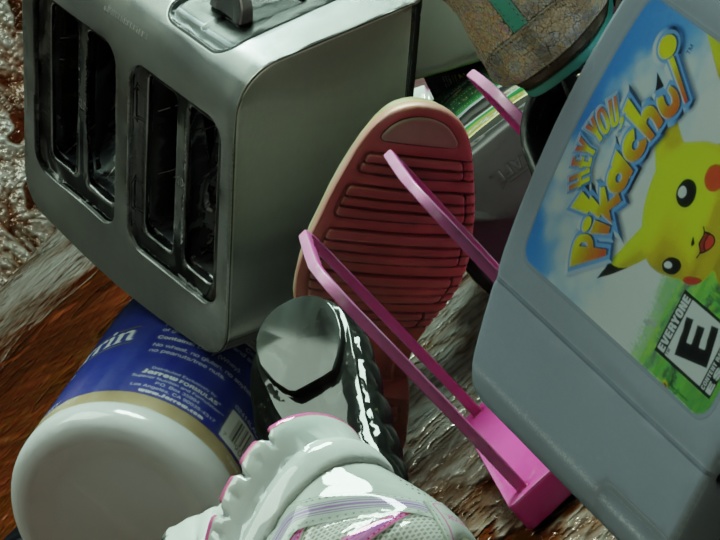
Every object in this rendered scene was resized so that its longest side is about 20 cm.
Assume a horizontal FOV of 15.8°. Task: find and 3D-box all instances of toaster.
[{"bbox_3d":[-0.069,-0.076,1.248,0.118,0.181,0.201,-22,-47,-33],"label":"toaster"}]

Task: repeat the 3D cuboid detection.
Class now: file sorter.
[{"bbox_3d":[0.087,-0.029,0.993,0.200,0.125,0.139,-43,10,3],"label":"file sorter"}]

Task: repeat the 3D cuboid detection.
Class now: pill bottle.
[{"bbox_3d":[-0.085,0.071,1.279,0.116,0.116,0.200,-37,11,30],"label":"pill bottle"}]

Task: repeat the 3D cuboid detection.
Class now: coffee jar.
[{"bbox_3d":[0.079,-0.045,1.196,0.104,0.085,0.200,-37,10,3],"label":"coffee jar"}]

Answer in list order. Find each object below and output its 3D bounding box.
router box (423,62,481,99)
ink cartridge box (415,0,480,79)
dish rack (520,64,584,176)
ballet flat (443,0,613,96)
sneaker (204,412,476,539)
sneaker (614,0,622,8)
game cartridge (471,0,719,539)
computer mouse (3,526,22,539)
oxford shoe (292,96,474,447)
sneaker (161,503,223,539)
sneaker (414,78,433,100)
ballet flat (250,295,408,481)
[{"bbox_3d":[0.137,-0.154,1.379,0.149,0.051,0.200,-8,31,36],"label":"router box"},{"bbox_3d":[0.036,-0.204,1.320,0.084,0.146,0.200,-16,23,17],"label":"ink cartridge box"},{"bbox_3d":[0.144,-0.053,0.826,0.200,0.054,0.154,-49,46,35],"label":"dish rack"},{"bbox_3d":[0.059,-0.120,0.922,0.068,0.067,0.200,-42,10,13],"label":"ballet flat"},{"bbox_3d":[-0.026,0.147,0.843,0.088,0.081,0.201,18,78,39],"label":"sneaker"},{"bbox_3d":[0.163,-0.164,1.234,0.146,0.081,0.200,6,32,32],"label":"sneaker"},{"bbox_3d":[0.107,-0.019,0.793,0.133,0.040,0.201,46,116,52],"label":"game cartridge"},{"bbox_3d":[-0.194,0.215,1.331,0.140,0.046,0.200,-34,25,26],"label":"computer mouse"},{"bbox_3d":[0.000,0.000,1.121,0.074,0.070,0.201,-97,21,-52],"label":"oxford shoe"},{"bbox_3d":[-0.033,0.117,1.034,0.087,0.075,0.200,-37,12,2],"label":"sneaker"},{"bbox_3d":[0.066,-0.099,1.532,0.200,0.076,0.116,-22,17,37],"label":"sneaker"},{"bbox_3d":[-0.004,0.092,0.955,0.066,0.057,0.201,-21,44,14],"label":"ballet flat"}]
